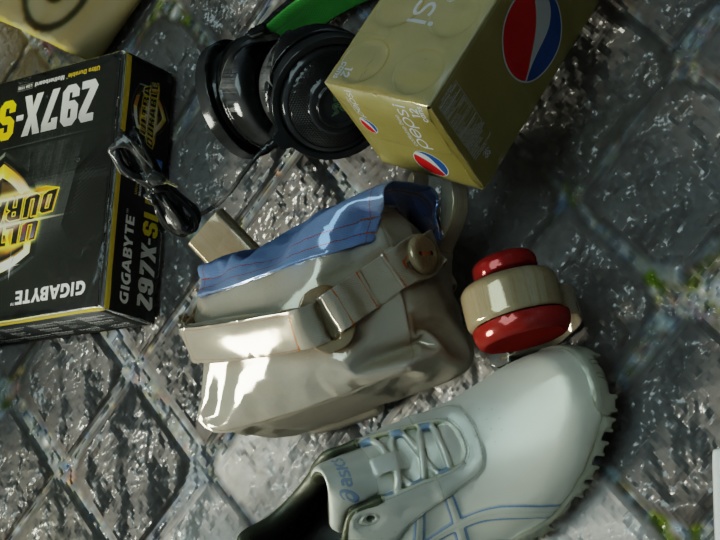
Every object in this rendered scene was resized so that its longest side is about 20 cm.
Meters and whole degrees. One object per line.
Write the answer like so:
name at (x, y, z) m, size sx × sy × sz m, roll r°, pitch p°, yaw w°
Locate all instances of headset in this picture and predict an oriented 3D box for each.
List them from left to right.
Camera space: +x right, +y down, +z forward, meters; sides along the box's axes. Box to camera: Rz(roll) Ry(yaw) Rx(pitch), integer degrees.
headset at (-0.045, -0.101, 0.852) m, size 0.123 × 0.094 × 0.200 m, roll 5°, pitch 52°, yaw 51°

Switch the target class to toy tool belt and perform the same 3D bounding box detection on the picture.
toy tool belt at (0.000, 0.000, 0.803) m, size 0.199 × 0.125 × 0.124 m, roll -23°, pitch 72°, yaw 31°

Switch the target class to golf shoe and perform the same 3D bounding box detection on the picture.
golf shoe at (0.028, 0.101, 0.767) m, size 0.200 × 0.097 × 0.079 m, roll -41°, pitch 54°, yaw 20°

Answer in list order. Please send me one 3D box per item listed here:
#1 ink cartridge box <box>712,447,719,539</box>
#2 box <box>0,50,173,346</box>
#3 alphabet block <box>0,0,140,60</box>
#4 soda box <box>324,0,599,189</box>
ink cartridge box at (0.237, 0.141, 0.631) m, size 0.199 × 0.050 × 0.163 m, roll -7°, pitch 72°, yaw 28°
box at (-0.207, -0.038, 1.024) m, size 0.199 × 0.049 × 0.161 m, roll -8°, pitch 71°, yaw 37°
alphabet block at (-0.209, -0.282, 1.005) m, size 0.200 × 0.195 × 0.197 m, roll -50°, pitch 51°, yaw 14°
soda box at (0.070, -0.141, 0.784) m, size 0.067 × 0.064 × 0.201 m, roll 17°, pitch 67°, yaw 40°
